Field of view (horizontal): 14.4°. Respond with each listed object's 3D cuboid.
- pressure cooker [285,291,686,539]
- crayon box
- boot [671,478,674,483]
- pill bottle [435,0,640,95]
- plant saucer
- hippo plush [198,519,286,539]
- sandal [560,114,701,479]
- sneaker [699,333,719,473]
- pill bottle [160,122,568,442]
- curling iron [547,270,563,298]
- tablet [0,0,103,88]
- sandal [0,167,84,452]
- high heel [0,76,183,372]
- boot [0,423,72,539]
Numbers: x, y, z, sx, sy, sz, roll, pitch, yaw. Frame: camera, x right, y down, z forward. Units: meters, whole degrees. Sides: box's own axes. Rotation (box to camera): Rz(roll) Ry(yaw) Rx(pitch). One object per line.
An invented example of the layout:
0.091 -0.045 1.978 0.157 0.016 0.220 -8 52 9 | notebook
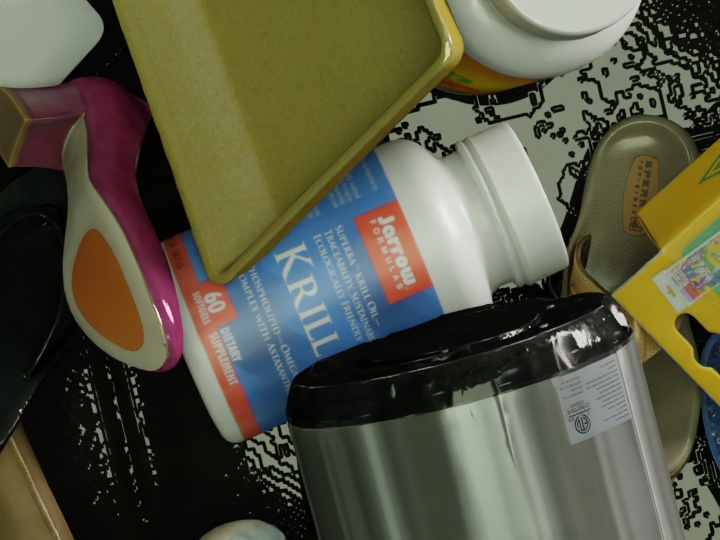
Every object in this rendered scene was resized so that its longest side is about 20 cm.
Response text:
0.065 0.125 1.352 0.175 0.179 0.201 -16 96 -2 | pressure cooker
0.231 -0.025 1.432 0.200 0.052 0.126 -42 114 9 | crayon box
0.164 0.182 1.492 0.154 0.072 0.201 31 72 -12 | boot
0.077 -0.148 1.415 0.110 0.200 0.112 0 89 -12 | pill bottle
-0.030 -0.125 1.397 0.200 0.048 0.201 -43 57 38 | plant saucer
-0.015 0.221 1.437 0.160 0.200 0.160 11 119 -11 | hippo plush
0.141 0.009 1.469 0.080 0.054 0.201 6 74 4 | sandal
0.231 0.125 1.501 0.070 0.078 0.201 -21 70 1 | sneaker
0.000 0.000 1.465 0.199 0.112 0.113 -25 91 -1 | pill bottle
0.198 0.001 1.514 0.199 0.026 0.050 -8 84 -1 | curling iron
-0.232 -0.097 1.450 0.200 0.014 0.130 -50 116 -15 | tablet
-0.172 0.018 1.439 0.075 0.048 0.201 22 50 -2 | sandal
-0.111 -0.024 1.433 0.095 0.200 0.068 -1 128 -36 | high heel
-0.184 0.181 1.458 0.200 0.066 0.175 54 124 26 | boot
